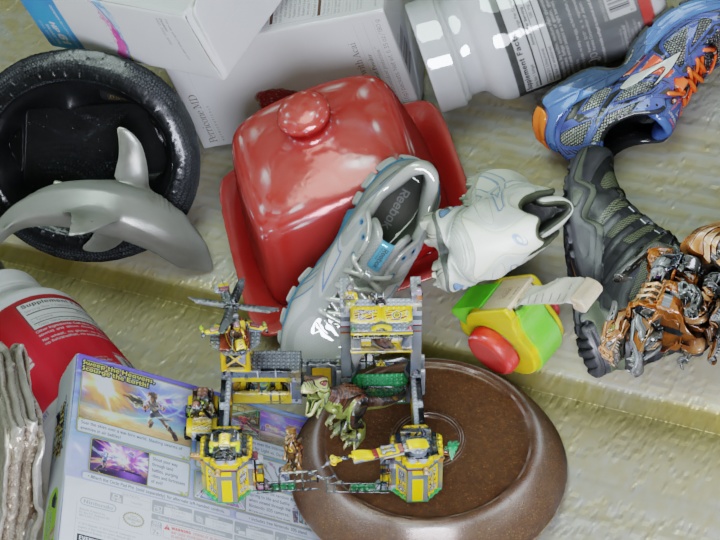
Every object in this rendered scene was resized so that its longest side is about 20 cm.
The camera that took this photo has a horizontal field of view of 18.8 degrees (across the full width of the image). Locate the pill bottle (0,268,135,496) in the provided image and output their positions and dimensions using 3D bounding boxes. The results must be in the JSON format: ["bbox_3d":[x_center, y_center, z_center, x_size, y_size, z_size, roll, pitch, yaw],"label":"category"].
[{"bbox_3d":[-0.239,0.085,1.673,0.112,0.113,0.200,-36,47,-12],"label":"pill bottle"}]

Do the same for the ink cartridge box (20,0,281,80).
[{"bbox_3d":[-0.163,-0.246,1.787,0.199,0.085,0.145,14,59,36],"label":"ink cartridge box"}]

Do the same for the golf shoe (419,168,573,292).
[{"bbox_3d":[0.118,-0.034,1.617,0.097,0.079,0.200,-12,13,21],"label":"golf shoe"}]

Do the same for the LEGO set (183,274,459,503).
[{"bbox_3d":[-0.028,0.074,1.489,0.198,0.116,0.154,5,43,6],"label":"LEGO set"}]

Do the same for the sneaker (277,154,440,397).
[{"bbox_3d":[0.000,0.000,1.595,0.075,0.087,0.201,26,83,-6],"label":"sneaker"}]

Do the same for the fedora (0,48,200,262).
[{"bbox_3d":[-0.223,-0.104,1.830,0.199,0.202,0.092,-9,15,14],"label":"fedora"}]

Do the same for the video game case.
[{"bbox_3d":[-0.120,0.165,1.524,0.199,0.046,0.182,17,47,-19],"label":"video game case"}]

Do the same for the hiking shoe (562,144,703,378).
[{"bbox_3d":[0.204,-0.009,1.621,0.100,0.076,0.201,-4,55,3],"label":"hiking shoe"}]

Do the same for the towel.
[{"bbox_3d":[-0.254,0.162,1.557,0.034,0.201,0.133,3,29,-17],"label":"towel"}]

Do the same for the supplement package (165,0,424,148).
[{"bbox_3d":[-0.055,-0.199,1.844,0.199,0.122,0.120,-9,48,15],"label":"supplement package"}]

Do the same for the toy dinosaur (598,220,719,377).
[{"bbox_3d":[0.258,0.009,1.525,0.136,0.102,0.200,38,84,29],"label":"toy dinosaur"}]

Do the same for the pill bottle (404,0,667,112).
[{"bbox_3d":[0.144,-0.209,1.779,0.199,0.116,0.116,-20,46,4],"label":"pill bottle"}]

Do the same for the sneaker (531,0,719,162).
[{"bbox_3d":[0.236,-0.141,1.724,0.199,0.075,0.079,-35,55,0],"label":"sneaker"}]

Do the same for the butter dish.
[{"bbox_3d":[-0.025,-0.080,1.710,0.199,0.148,0.200,-21,45,4],"label":"butter dish"}]

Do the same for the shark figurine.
[{"bbox_3d":[-0.238,-0.034,1.753,0.213,0.129,0.090,-8,24,10],"label":"shark figurine"}]

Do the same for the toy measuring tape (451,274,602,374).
[{"bbox_3d":[0.130,0.040,1.565,0.074,0.074,0.200,-47,16,-21],"label":"toy measuring tape"}]

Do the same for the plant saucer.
[{"bbox_3d":[0.048,0.129,1.541,0.199,0.035,0.201,-1,44,1],"label":"plant saucer"}]
